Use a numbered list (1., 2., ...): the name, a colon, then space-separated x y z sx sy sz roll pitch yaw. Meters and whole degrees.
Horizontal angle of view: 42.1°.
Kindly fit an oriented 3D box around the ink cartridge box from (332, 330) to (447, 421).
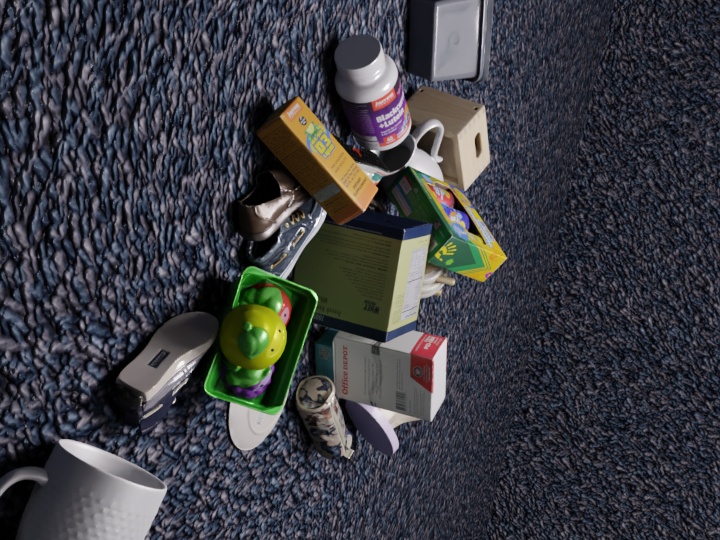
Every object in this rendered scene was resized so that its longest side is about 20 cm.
1. ink cartridge box: 0.056 0.183 1.766 0.083 0.199 0.147 -49 145 -52

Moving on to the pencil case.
1. pencil case: -0.068 0.285 1.808 0.078 0.089 0.200 -59 151 -33

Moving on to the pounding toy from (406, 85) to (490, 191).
1. pounding toy: 0.176 -0.277 1.961 0.142 0.184 0.200 -49 146 -26

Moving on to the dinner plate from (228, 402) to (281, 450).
1. dinner plate: -0.167 0.218 1.630 0.200 0.024 0.201 -43 140 -50

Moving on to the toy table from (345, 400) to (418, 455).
1. toy table: 0.054 0.296 2.009 0.117 0.184 0.200 -46 155 -20

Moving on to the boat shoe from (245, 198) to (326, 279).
1. boat shoe: -0.116 -0.078 1.516 0.201 0.071 0.091 -65 158 -20

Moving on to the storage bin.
1. storage bin: 0.166 -0.477 1.882 0.134 0.145 0.201 -17 123 -32

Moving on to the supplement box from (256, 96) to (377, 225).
1. supplement box: -0.066 -0.170 1.457 0.200 0.069 0.067 46 47 -16

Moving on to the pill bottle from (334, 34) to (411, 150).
1. pill bottle: 0.018 -0.312 1.641 0.112 0.111 0.200 -65 154 -24

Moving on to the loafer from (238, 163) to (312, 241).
1. loafer: -0.124 -0.130 1.468 0.200 0.073 0.071 -57 150 -38

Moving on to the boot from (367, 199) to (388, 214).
1. boot: 0.004 -0.024 1.806 0.204 0.073 0.154 82 26 -48

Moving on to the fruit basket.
1. fruit basket: -0.149 0.102 1.386 0.155 0.215 0.216 23 79 -28

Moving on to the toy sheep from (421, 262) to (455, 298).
1. toy sheep: 0.112 -0.004 1.836 0.200 0.138 0.138 125 -11 -68

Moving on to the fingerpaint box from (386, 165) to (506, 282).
1. fingerpaint box: 0.163 -0.089 1.771 0.167 0.200 0.073 19 124 -42

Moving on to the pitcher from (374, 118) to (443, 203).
1. pitcher: 0.112 -0.208 1.860 0.171 0.121 0.200 -34 151 8

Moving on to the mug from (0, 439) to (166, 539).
1. mug: -0.358 0.306 1.125 0.200 0.147 0.176 30 81 -35

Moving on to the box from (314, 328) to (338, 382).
1. box: -0.022 0.135 1.875 0.200 0.049 0.083 -44 140 -51

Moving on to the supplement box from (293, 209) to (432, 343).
1. supplement box: 0.000 0.000 1.661 0.134 0.199 0.201 -14 115 -63

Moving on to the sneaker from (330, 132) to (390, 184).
1. sneaker: -0.037 -0.175 1.644 0.093 0.070 0.200 -48 147 22

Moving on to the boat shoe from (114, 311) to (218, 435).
1. boat shoe: -0.271 0.142 1.311 0.200 0.075 0.093 -44 154 -47
